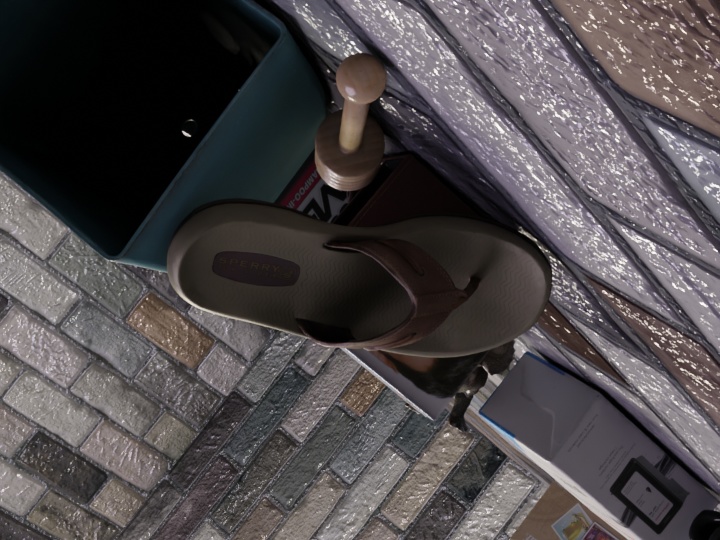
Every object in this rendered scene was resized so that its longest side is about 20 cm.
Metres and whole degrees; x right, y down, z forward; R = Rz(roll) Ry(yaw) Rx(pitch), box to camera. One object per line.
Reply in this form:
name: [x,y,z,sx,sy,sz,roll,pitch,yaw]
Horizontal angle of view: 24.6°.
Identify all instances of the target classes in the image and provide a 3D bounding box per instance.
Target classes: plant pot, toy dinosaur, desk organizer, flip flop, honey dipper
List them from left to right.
plant pot: [-0.105,-0.086,0.901,0.141,0.142,0.200,37,-178,16]
honey dipper: [-0.005,-0.074,0.811,0.038,0.038,0.200,38,174,4]
flip flop: [0.002,0.008,0.833,0.199,0.082,0.058,9,-158,-17]
desk organizer: [0.018,-0.017,0.979,0.077,0.072,0.200,41,176,-8]
toy dinosaur: [0.070,0.061,1.327,0.077,0.103,0.200,26,-170,-19]

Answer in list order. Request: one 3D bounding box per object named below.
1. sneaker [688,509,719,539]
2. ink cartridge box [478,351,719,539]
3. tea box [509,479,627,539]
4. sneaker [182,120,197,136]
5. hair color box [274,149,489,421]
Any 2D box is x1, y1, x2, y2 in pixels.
sneaker: [0.288,0.220,1.183,0.082,0.071,0.200,33,180,-12]
ink cartridge box: [0.201,0.159,1.313,0.200,0.068,0.116,41,176,-29]
tea box: [0.297,0.315,1.737,0.200,0.134,0.197,35,176,37]
sneaker: [-0.134,-0.133,1.053,0.200,0.072,0.083,42,176,-37]
hair color box: [0.000,0.000,1.121,0.200,0.099,0.061,39,175,-9]
